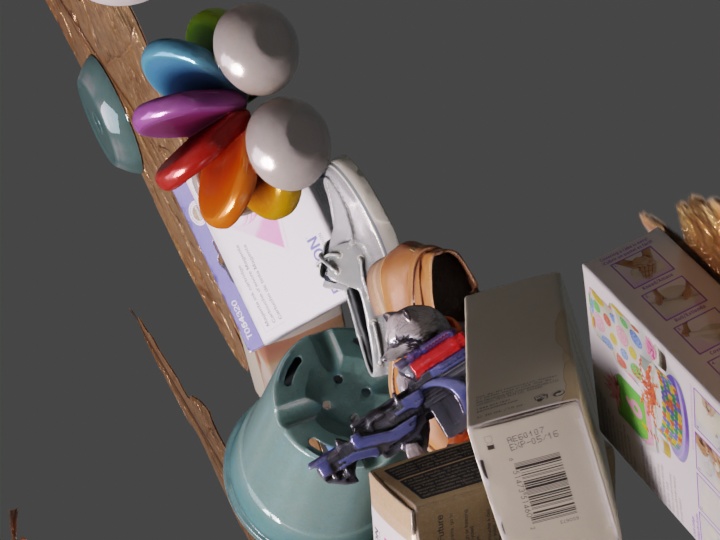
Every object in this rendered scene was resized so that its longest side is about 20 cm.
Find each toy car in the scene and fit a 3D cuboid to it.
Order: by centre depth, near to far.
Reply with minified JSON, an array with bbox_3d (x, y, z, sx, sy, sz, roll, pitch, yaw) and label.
[{"bbox_3d":[-0.132,-0.134,1.508,0.175,0.149,0.202,-22,87,57],"label":"toy car"}]

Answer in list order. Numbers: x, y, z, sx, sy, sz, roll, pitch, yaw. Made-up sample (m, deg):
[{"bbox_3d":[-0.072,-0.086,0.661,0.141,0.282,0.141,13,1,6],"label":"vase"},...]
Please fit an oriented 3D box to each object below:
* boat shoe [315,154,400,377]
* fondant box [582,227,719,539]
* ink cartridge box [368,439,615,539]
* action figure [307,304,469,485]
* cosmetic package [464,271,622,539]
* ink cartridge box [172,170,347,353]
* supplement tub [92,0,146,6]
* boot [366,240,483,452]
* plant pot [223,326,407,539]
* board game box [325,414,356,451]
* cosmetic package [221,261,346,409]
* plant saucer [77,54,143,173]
[{"bbox_3d":[0.000,0.000,1.491,0.203,0.071,0.070,69,166,-10],"label":"boat shoe"},{"bbox_3d":[0.203,0.091,0.932,0.200,0.058,0.145,50,160,45],"label":"fondant box"},{"bbox_3d":[0.096,0.221,1.175,0.075,0.163,0.202,32,130,58],"label":"ink cartridge box"},{"bbox_3d":[0.057,0.117,1.261,0.105,0.198,0.195,-120,6,-76],"label":"action figure"},{"bbox_3d":[0.113,0.090,1.071,0.200,0.072,0.105,-81,-26,-67],"label":"cosmetic package"},{"bbox_3d":[-0.099,-0.034,1.651,0.199,0.043,0.198,-30,85,39],"label":"ink cartridge box"},{"bbox_3d":[-0.237,-0.362,1.605,0.141,0.139,0.200,59,165,20],"label":"supplement tub"},{"bbox_3d":[0.071,0.073,1.363,0.202,0.073,0.155,64,162,-5],"label":"boot"},{"bbox_3d":[-0.028,0.165,1.671,0.201,0.199,0.197,59,156,20],"label":"plant pot"},{"bbox_3d":[0.007,0.226,1.929,0.159,0.039,0.200,58,170,6],"label":"board game box"},{"bbox_3d":[-0.073,0.067,1.813,0.087,0.103,0.201,51,162,43],"label":"cosmetic package"},{"bbox_3d":[-0.399,-0.238,2.628,0.201,0.036,0.201,59,165,26],"label":"plant saucer"}]
